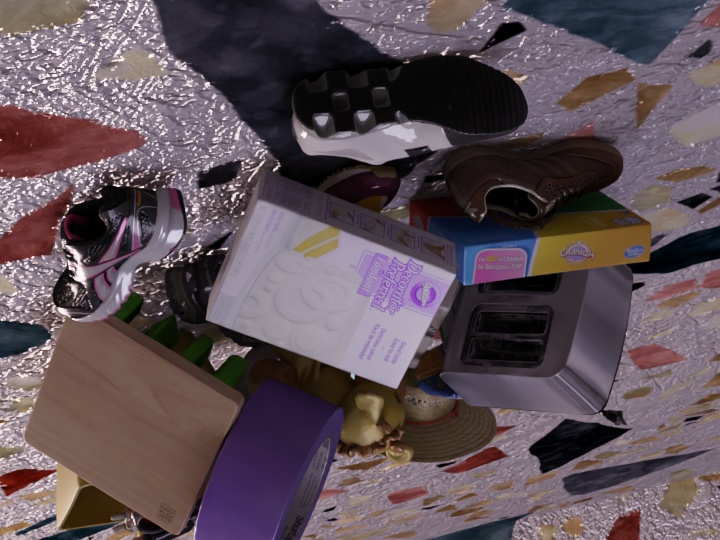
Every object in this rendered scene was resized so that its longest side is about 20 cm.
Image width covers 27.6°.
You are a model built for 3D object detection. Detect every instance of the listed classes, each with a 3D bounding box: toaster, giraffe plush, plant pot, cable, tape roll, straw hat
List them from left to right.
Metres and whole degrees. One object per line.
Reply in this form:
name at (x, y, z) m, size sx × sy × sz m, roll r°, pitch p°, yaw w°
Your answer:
plant pot at (-0.256, 0.180, 1.711) m, size 0.199 × 0.177 × 0.200 m, roll -5°, pitch 158°, yaw -21°
cable at (-0.193, 0.268, 1.702) m, size 0.199 × 0.050 × 0.097 m, roll -23°, pitch 144°, yaw -10°
tape roll at (-0.094, 0.222, 1.541) m, size 0.085 × 0.201 × 0.200 m, roll 22°, pitch 162°, yaw 9°
giraffe plush at (-0.019, 0.147, 1.661) m, size 0.161 × 0.201 × 0.172 m, roll 4°, pitch 172°, yaw 33°
straw hat at (0.076, 0.144, 1.768) m, size 0.200 × 0.201 × 0.086 m, roll -5°, pitch 118°, yaw -22°
toaster at (0.195, 0.058, 1.584) m, size 0.199 × 0.182 × 0.119 m, roll 1°, pitch 157°, yaw 37°

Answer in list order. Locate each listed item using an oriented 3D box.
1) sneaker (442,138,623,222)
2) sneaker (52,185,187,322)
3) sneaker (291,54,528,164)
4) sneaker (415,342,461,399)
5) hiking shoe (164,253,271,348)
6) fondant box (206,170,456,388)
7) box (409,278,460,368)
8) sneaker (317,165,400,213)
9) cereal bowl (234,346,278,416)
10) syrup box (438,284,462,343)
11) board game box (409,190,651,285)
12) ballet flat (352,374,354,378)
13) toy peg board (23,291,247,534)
sneaker at (0.177, -0.078, 1.437) m, size 0.199 × 0.076 × 0.071 m, roll -5°, pitch 146°, yaw -22°
sneaker at (-0.243, -0.026, 1.345) m, size 0.086 × 0.081 × 0.200 m, roll 15°, pitch 139°, yaw -32°
sneaker at (0.039, -0.130, 1.238) m, size 0.198 × 0.075 × 0.089 m, roll -1°, pitch 159°, yaw -6°
sneaker at (0.161, 0.112, 1.712) m, size 0.199 × 0.076 × 0.088 m, roll -14°, pitch 161°, yaw -6°
hiking shoe at (-0.110, 0.029, 1.549) m, size 0.100 × 0.076 × 0.200 m, roll -22°, pitch 158°, yaw 31°
fondant box at (-0.028, 0.010, 1.379) m, size 0.199 × 0.058 × 0.145 m, roll 20°, pitch 120°, yaw -11°
box at (0.056, 0.039, 1.659) m, size 0.082 × 0.069 × 0.200 m, roll 21°, pitch 155°, yaw 1°
sneaker at (-0.021, -0.030, 1.429) m, size 0.075 × 0.091 × 0.200 m, roll 1°, pitch 156°, yaw -35°
cereal bowl at (-0.101, 0.161, 1.787) m, size 0.083 × 0.201 × 0.200 m, roll 17°, pitch 179°, yaw 34°
syrup box at (0.190, 0.039, 1.767) m, size 0.199 × 0.079 × 0.081 m, roll -17°, pitch 160°, yaw 7°
board game box at (0.167, -0.040, 1.467) m, size 0.199 × 0.041 × 0.153 m, roll -7°, pitch -158°, yaw -17°
ballet flat at (-0.007, 0.137, 1.946) m, size 0.070 × 0.068 × 0.200 m, roll -29°, pitch 174°, yaw -39°
toy peg board at (-0.224, 0.136, 1.539) m, size 0.200 × 0.199 × 0.098 m, roll -64°, pitch 172°, yaw 33°
